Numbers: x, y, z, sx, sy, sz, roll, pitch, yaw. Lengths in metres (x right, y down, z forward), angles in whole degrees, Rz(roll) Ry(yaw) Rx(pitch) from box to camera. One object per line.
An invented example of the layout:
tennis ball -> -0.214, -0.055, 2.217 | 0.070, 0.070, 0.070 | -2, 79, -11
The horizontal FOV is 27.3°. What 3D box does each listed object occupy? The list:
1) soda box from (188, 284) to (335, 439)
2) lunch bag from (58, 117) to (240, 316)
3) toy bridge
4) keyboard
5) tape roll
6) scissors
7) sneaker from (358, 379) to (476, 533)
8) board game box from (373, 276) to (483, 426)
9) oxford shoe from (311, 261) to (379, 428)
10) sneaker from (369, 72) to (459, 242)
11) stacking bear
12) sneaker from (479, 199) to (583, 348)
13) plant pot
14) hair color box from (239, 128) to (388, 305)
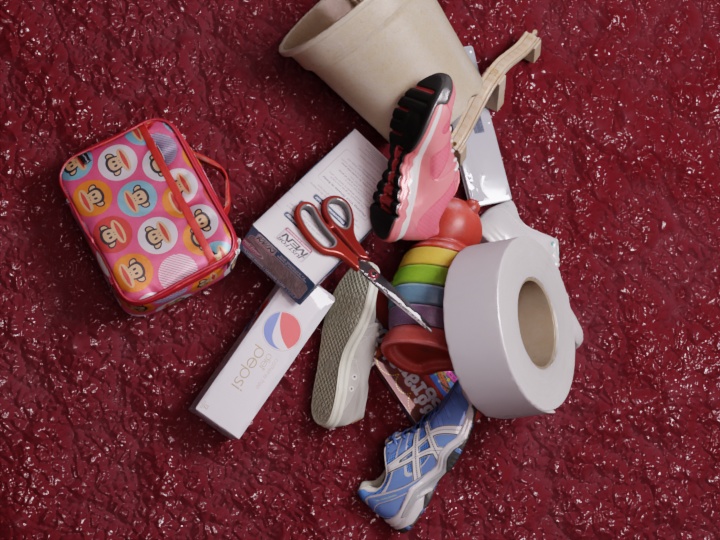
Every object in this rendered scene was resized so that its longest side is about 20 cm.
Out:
soda box -> -0.113, 0.096, 1.709 | 0.064, 0.068, 0.200 | 36, 78, -8
lunch bag -> -0.227, -0.065, 1.671 | 0.176, 0.082, 0.200 | -27, 78, -11
toy bridge -> 0.161, -0.220, 1.792 | 0.027, 0.067, 0.200 | 29, 69, 17
keyboard -> 0.136, -0.177, 1.818 | 0.056, 0.011, 0.200 | -11, 83, -21
tape roll -> 0.171, 0.065, 1.675 | 0.202, 0.071, 0.203 | 27, 58, -54
scissors -> 0.000, 0.000, 1.649 | 0.073, 0.014, 0.200 | -28, 80, -35
sneaker -> 0.071, 0.208, 1.730 | 0.077, 0.076, 0.200 | 31, 95, -2
board game box -> 0.072, 0.108, 1.782 | 0.103, 0.019, 0.200 | -36, 95, -13
oxford shoe -> -0.008, 0.088, 1.732 | 0.058, 0.075, 0.200 | 11, 91, -34
sneaker -> 0.076, -0.125, 1.671 | 0.087, 0.074, 0.200 | 8, 109, -31
stacking bear -> 0.094, 0.009, 1.732 | 0.114, 0.121, 0.200 | 34, 61, -45
sneaker -> 0.220, 0.002, 1.807 | 0.088, 0.075, 0.200 | -40, 95, -26
plant pot -> 0.038, -0.249, 1.728 | 0.200, 0.200, 0.184 | -45, 109, -13
hair color box -> -0.038, -0.064, 1.706 | 0.100, 0.061, 0.200 | 43, 55, 1
